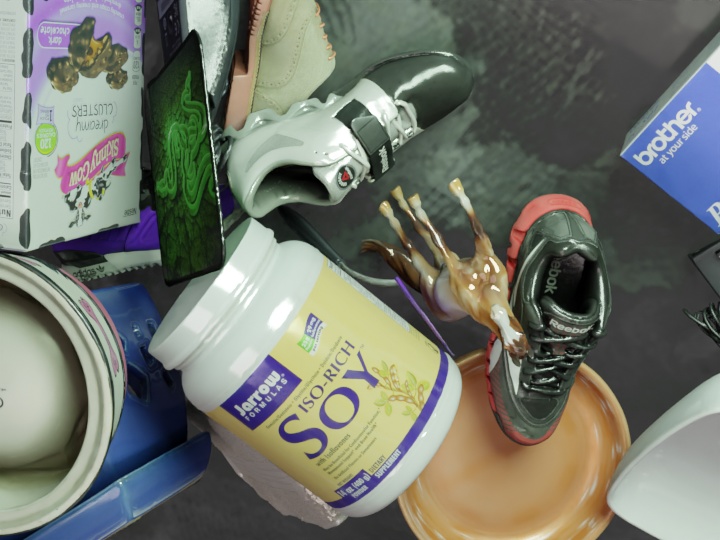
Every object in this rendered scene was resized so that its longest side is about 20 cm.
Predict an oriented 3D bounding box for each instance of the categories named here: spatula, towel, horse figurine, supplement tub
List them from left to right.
[{"bbox_3d":[-0.090,0.163,1.015,0.133,0.034,0.200,49,161,-12],"label":"towel"},{"bbox_3d":[-0.040,0.070,0.848,0.200,0.146,0.145,38,124,-13],"label":"supplement tub"},{"bbox_3d":[0.000,0.000,0.912,0.200,0.021,0.057,35,171,29],"label":"spatula"},{"bbox_3d":[0.066,-0.002,0.873,0.133,0.050,0.200,60,164,-10],"label":"horse figurine"}]

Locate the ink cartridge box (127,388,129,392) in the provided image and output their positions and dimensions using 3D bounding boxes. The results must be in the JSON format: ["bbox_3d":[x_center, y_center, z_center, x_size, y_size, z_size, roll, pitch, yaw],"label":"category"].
[{"bbox_3d":[-0.324,0.119,1.131,0.199,0.057,0.163,-4,117,26],"label":"ink cartridge box"}]

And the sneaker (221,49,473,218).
[{"bbox_3d":[-0.004,-0.091,0.846,0.199,0.089,0.074,-23,138,9],"label":"sneaker"}]

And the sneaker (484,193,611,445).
[{"bbox_3d":[0.141,0.048,0.865,0.070,0.098,0.202,5,107,-9],"label":"sneaker"}]

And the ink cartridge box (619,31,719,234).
[{"bbox_3d":[0.277,-0.127,0.776,0.094,0.044,0.200,38,124,-2],"label":"ink cartridge box"}]

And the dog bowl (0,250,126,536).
[{"bbox_3d":[-0.253,0.078,0.804,0.199,0.074,0.202,2,100,10],"label":"dog bowl"}]

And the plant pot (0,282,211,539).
[{"bbox_3d":[-0.250,0.141,0.948,0.199,0.200,0.180,-32,86,16],"label":"plant pot"}]

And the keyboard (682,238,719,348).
[{"bbox_3d":[0.324,0.059,0.870,0.104,0.040,0.200,-34,103,31],"label":"keyboard"}]

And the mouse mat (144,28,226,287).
[{"bbox_3d":[-0.132,-0.073,0.838,0.200,0.007,0.162,167,97,-68],"label":"mouse mat"}]

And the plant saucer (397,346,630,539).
[{"bbox_3d":[0.124,0.155,0.955,0.199,0.037,0.202,-1,102,-6],"label":"plant saucer"}]

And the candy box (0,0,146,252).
[{"bbox_3d":[-0.228,-0.126,0.849,0.071,0.168,0.201,7,102,16],"label":"candy box"}]

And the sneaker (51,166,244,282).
[{"bbox_3d":[-0.192,-0.057,0.967,0.199,0.070,0.100,-14,110,25],"label":"sneaker"}]

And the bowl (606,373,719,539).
[{"bbox_3d":[0.310,0.155,0.883,0.199,0.075,0.200,25,142,-3],"label":"bowl"}]

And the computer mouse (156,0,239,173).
[{"bbox_3d":[-0.117,-0.165,0.857,0.052,0.138,0.201,-5,93,-20],"label":"computer mouse"}]

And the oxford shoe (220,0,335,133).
[{"bbox_3d":[-0.050,-0.182,0.856,0.073,0.071,0.201,12,130,-12],"label":"oxford shoe"}]
